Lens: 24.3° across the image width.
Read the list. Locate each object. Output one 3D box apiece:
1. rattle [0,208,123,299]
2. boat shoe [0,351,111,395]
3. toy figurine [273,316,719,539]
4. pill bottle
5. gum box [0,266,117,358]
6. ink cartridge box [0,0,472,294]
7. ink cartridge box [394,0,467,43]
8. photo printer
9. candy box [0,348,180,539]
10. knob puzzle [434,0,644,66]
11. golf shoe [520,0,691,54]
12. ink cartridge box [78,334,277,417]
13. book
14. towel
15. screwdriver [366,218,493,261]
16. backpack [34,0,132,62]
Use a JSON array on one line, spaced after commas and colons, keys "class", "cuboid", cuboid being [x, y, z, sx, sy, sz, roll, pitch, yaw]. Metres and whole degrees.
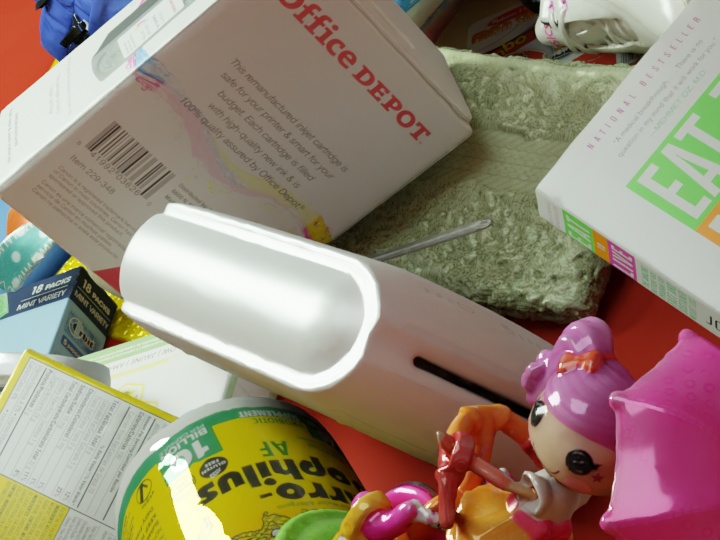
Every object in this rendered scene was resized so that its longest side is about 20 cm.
[{"class": "rattle", "cuboid": [-0.148, -0.057, 0.992, 0.200, 0.143, 0.130, 10, 63, 21]}, {"class": "boat shoe", "cuboid": [-0.219, 0.089, 0.919, 0.200, 0.074, 0.067, -9, 71, 33]}, {"class": "toy figurine", "cuboid": [0.072, 0.091, 0.553, 0.200, 0.150, 0.184, 54, 124, 38]}, {"class": "pill bottle", "cuboid": [-0.029, 0.147, 0.696, 0.113, 0.113, 0.200, -38, 33, 1]}, {"class": "gum box", "cuboid": [-0.249, 0.102, 1.020, 0.170, 0.045, 0.200, -18, 39, 26]}, {"class": "ink cartridge box", "cuboid": [-0.066, -0.076, 0.859, 0.200, 0.148, 0.086, -37, 33, 15]}, {"class": "ink cartridge box", "cuboid": [0.012, -0.222, 0.990, 0.145, 0.147, 0.200, -46, -5, -11]}, {"class": "photo printer", "cuboid": [0.006, 0.037, 0.751, 0.200, 0.166, 0.070, 18, 82, 52]}, {"class": "candy box", "cuboid": [-0.165, 0.147, 0.818, 0.102, 0.026, 0.200, 24, 77, 11]}, {"class": "knob puzzle", "cuboid": [0.121, -0.136, 0.965, 0.219, 0.030, 0.220, -26, 36, 20]}, {"class": "golf shoe", "cuboid": [0.139, -0.135, 0.862, 0.092, 0.073, 0.200, -39, 23, 9]}, {"class": "ink cartridge box", "cuboid": [-0.125, 0.118, 0.882, 0.145, 0.048, 0.200, -17, 36, 28]}, {"class": "book", "cuboid": [0.189, -0.021, 0.680, 0.200, 0.048, 0.134, 36, 75, 25]}, {"class": "towel", "cuboid": [0.061, -0.049, 0.873, 0.200, 0.036, 0.149, 13, 74, 42]}, {"class": "screwdriver", "cuboid": [0.000, 0.000, 0.851, 0.200, 0.028, 0.029, -11, 59, 54]}, {"class": "backpack", "cuboid": [-0.157, -0.224, 1.162, 0.163, 0.168, 0.200, -58, 5, -20]}]
